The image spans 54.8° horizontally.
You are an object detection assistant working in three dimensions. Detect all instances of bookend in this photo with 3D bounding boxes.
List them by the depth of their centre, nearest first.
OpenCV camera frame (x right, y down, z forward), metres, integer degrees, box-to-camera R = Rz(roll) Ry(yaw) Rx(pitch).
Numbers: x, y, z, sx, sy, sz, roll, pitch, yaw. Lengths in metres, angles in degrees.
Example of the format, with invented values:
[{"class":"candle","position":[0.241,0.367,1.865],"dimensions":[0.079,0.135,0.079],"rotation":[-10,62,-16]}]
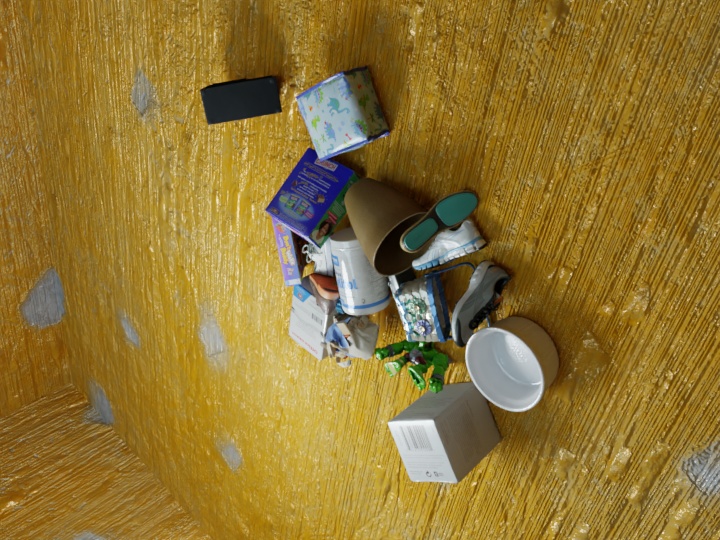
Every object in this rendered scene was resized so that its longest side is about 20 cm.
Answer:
[{"class":"bookend","position":[-0.308,-0.463,1.855],"dimensions":[0.200,0.196,0.093],"rotation":[-99,-1,-71]}]

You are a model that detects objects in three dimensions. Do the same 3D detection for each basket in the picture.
[{"class":"basket","position":[0.191,0.085,1.622],"dimensions":[0.198,0.139,0.178],"rotation":[-16,102,14]}]

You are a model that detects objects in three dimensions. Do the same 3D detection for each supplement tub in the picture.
[{"class":"supplement tub","position":[0.000,0.000,1.768],"dimensions":[0.131,0.131,0.202],"rotation":[7,116,44]}]

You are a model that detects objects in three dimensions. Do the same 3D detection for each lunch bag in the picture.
[{"class":"lunch bag","position":[-0.052,-0.363,1.634],"dimensions":[0.198,0.127,0.172],"rotation":[-15,100,39]}]

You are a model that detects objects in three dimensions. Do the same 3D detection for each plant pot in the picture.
[{"class":"plant pot","position":[0.053,-0.124,1.631],"dimensions":[0.200,0.185,0.188],"rotation":[51,139,31]}]

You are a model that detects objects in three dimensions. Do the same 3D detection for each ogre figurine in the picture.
[{"class":"ogre figurine","position":[0.145,0.227,1.745],"dimensions":[0.199,0.119,0.099],"rotation":[6,119,46]}]

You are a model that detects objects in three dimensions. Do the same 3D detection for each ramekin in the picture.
[{"class":"ramekin","position":[0.341,0.201,1.543],"dimensions":[0.199,0.097,0.203],"rotation":[23,125,37]}]

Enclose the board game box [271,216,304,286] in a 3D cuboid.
[{"class":"board game box","position":[-0.201,-0.074,1.940],"dimensions":[0.044,0.135,0.202],"rotation":[-9,110,3]}]

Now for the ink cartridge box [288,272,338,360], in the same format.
[{"class":"ink cartridge box","position":[-0.125,0.133,2.003],"dimensions":[0.145,0.084,0.202],"rotation":[34,133,29]}]

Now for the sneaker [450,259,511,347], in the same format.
[{"class":"sneaker","position":[0.260,0.077,1.513],"dimensions":[0.079,0.074,0.202],"rotation":[24,85,36]}]

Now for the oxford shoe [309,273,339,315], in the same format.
[{"class":"oxford shoe","position":[-0.106,0.059,1.881],"dimensions":[0.200,0.070,0.074],"rotation":[-122,43,-69]}]

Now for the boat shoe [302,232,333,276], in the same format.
[{"class":"boat shoe","position":[-0.113,-0.048,1.844],"dimensions":[0.202,0.085,0.076],"rotation":[92,180,-66]}]

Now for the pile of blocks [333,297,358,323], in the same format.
[{"class":"pile of blocks","position":[-0.027,0.110,1.891],"dimensions":[0.062,0.082,0.202],"rotation":[12,118,42]}]

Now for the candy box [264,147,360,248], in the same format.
[{"class":"candy box","position":[-0.115,-0.184,1.745],"dimensions":[0.168,0.201,0.077],"rotation":[32,175,32]}]

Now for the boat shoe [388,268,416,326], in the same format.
[{"class":"boat shoe","position":[0.110,0.067,1.734],"dimensions":[0.064,0.074,0.204],"rotation":[-11,109,43]}]

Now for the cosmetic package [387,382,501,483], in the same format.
[{"class":"cosmetic package","position":[0.208,0.395,1.705],"dimensions":[0.164,0.199,0.167],"rotation":[-16,98,48]}]

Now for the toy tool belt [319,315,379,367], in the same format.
[{"class":"toy tool belt","position":[-0.046,0.175,1.813],"dimensions":[0.122,0.126,0.200],"rotation":[24,153,-22]}]

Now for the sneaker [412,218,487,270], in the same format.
[{"class":"sneaker","position":[0.194,-0.061,1.586],"dimensions":[0.199,0.075,0.088],"rotation":[-25,84,38]}]

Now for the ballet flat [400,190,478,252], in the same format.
[{"class":"ballet flat","position":[0.167,-0.112,1.529],"dimensions":[0.069,0.199,0.063],"rotation":[57,177,-7]}]

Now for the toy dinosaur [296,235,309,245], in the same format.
[{"class":"toy dinosaur","position":[-0.121,-0.127,1.885],"dimensions":[0.200,0.076,0.104],"rotation":[140,120,-65]}]
